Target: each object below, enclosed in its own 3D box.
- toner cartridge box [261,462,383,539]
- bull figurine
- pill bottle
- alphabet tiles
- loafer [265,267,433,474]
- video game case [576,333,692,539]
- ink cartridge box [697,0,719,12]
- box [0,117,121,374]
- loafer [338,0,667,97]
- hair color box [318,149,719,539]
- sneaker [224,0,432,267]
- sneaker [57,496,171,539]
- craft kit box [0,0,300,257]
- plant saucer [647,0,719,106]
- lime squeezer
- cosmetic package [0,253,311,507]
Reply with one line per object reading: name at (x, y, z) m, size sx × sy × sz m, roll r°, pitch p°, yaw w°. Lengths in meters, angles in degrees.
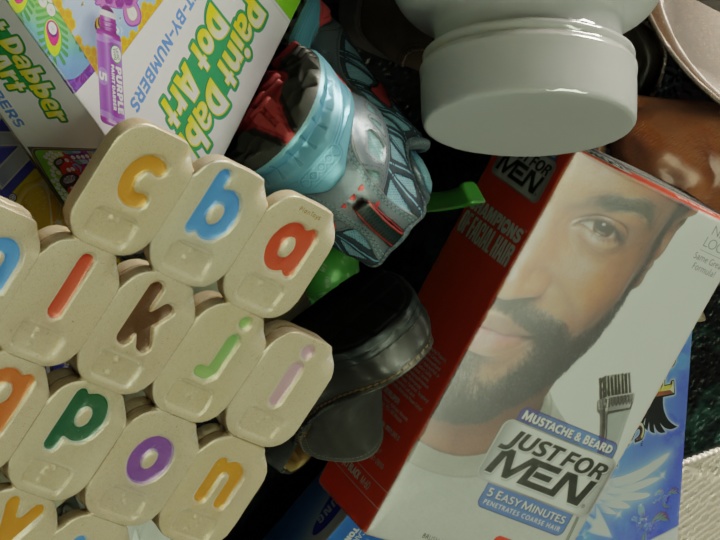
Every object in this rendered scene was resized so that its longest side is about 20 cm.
toner cartridge box at (-0.024, 0.180, 1.258) m, size 0.095 × 0.043 × 0.200 m, roll 35°, pitch 99°, yaw -34°
bull figurine at (0.203, -0.037, 1.259) m, size 0.199 × 0.065 × 0.122 m, roll 3°, pitch 102°, yaw -15°
pill bottle at (0.070, -0.156, 1.072) m, size 0.119 × 0.119 × 0.201 m, roll 14°, pitch 70°, yaw -42°
alphabet tiles at (-0.099, 0.041, 0.942) m, size 0.200 × 0.015 × 0.196 m, roll 25°, pitch 102°, yaw -44°
loafer at (-0.010, 0.049, 1.122) m, size 0.073 × 0.200 × 0.072 m, roll -37°, pitch 97°, yaw -19°
video game case at (0.094, 0.097, 1.340) m, size 0.181 × 0.045 × 0.200 m, roll -20°, pitch 124°, yaw -31°
ink cartridge box at (0.187, -0.196, 1.148) m, size 0.145 × 0.200 × 0.088 m, roll -47°, pitch 137°, yaw -9°
box at (-0.151, -0.036, 0.985) m, size 0.070 × 0.064 × 0.200 m, roll -23°, pitch 89°, yaw -26°
loafer at (0.079, -0.102, 1.200) m, size 0.200 × 0.071 × 0.073 m, roll 7°, pitch 109°, yaw -41°
hair color box at (0.079, 0.041, 1.175) m, size 0.111 × 0.064 × 0.200 m, roll 23°, pitch 99°, yaw -30°
sneaker at (-0.017, -0.052, 1.068) m, size 0.096 × 0.200 × 0.079 m, roll 42°, pitch 103°, yaw -16°
sneaker at (-0.122, 0.180, 1.192) m, size 0.099 × 0.078 × 0.200 m, roll 3°, pitch 112°, yaw -43°
craft kit box at (-0.100, -0.143, 0.963) m, size 0.198 × 0.048 × 0.200 m, roll 59°, pitch 38°, yaw -35°
plant saucer at (0.227, -0.140, 1.240) m, size 0.200 × 0.200 × 0.032 m, roll -32°, pitch 164°, yaw -21°
lime squeezer at (0.000, 0.000, 1.201) m, size 0.038 × 0.071 × 0.200 m, roll -23°, pitch 157°, yaw -43°
cosmetic package at (-0.132, 0.030, 1.082) m, size 0.200 × 0.105 × 0.071 m, roll -37°, pitch 133°, yaw -15°
